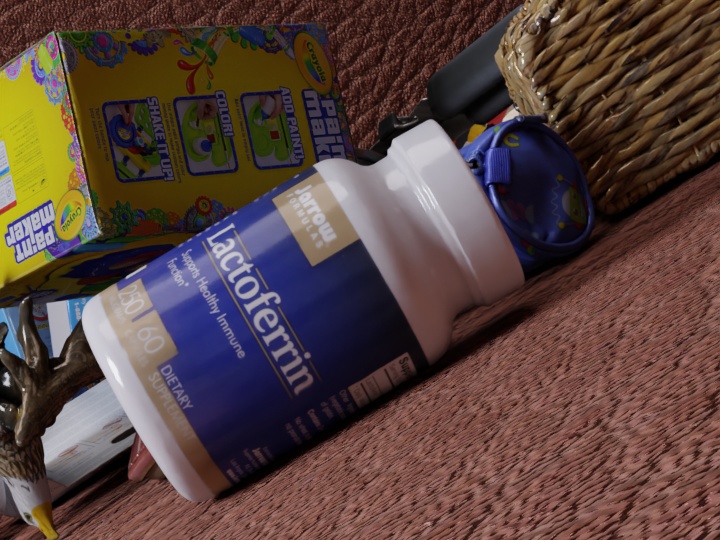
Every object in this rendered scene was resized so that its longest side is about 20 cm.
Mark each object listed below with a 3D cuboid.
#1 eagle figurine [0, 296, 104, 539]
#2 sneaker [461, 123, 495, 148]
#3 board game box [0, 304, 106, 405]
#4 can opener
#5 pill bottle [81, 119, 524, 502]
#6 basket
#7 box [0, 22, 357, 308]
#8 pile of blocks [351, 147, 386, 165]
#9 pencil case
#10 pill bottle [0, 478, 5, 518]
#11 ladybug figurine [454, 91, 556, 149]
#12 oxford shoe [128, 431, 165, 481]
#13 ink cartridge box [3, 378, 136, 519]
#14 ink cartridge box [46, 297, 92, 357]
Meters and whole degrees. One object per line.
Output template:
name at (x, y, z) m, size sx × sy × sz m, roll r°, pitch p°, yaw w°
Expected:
eagle figurine at (-0.226, 0.103, 1.195) m, size 0.151 × 0.152 × 0.200 m, roll 14°, pitch -29°, yaw -32°
sneaker at (0.091, -0.047, 1.340) m, size 0.082 × 0.078 × 0.200 m, roll -51°, pitch 4°, yaw 2°
board game box at (-0.230, 0.020, 1.574) m, size 0.056 × 0.197 × 0.199 m, roll -28°, pitch -10°, yaw 36°
can opener at (0.072, -0.103, 1.267) m, size 0.052 × 0.067 × 0.200 m, roll 3°, pitch -26°, yaw -32°
pill bottle at (-0.026, 0.016, 0.971) m, size 0.199 × 0.116 × 0.116 m, roll -31°, pitch 4°, yaw -2°
basket at (0.182, -0.139, 1.169) m, size 0.199 × 0.143 × 0.149 m, roll -30°, pitch 5°, yaw 2°
box at (-0.138, -0.063, 1.218) m, size 0.192 × 0.123 × 0.200 m, roll -8°, pitch -9°, yaw -37°
pile of blocks at (0.026, -0.037, 1.228) m, size 0.199 × 0.063 × 0.082 m, roll 6°, pitch -5°, yaw 38°
pencil case at (0.044, -0.019, 1.134) m, size 0.200 × 0.087 × 0.078 m, roll -28°, pitch 44°, yaw 47°
pill bottle at (-0.342, 0.178, 1.317) m, size 0.200 × 0.116 × 0.116 m, roll -34°, pitch 5°, yaw -39°
ladybug figurine at (0.113, -0.091, 1.608) m, size 0.136 × 0.072 × 0.200 m, roll -34°, pitch 5°, yaw -38°
oxford shoe at (-0.071, 0.073, 1.112) m, size 0.200 × 0.074 × 0.071 m, roll -45°, pitch 29°, yaw 48°
ink cartridge box at (-0.169, 0.119, 1.392) m, size 0.160 × 0.047 × 0.200 m, roll -32°, pitch 15°, yaw -26°
ink cartridge box at (-0.126, -0.013, 1.433) m, size 0.199 × 0.148 × 0.145 m, roll -8°, pitch 1°, yaw -15°
